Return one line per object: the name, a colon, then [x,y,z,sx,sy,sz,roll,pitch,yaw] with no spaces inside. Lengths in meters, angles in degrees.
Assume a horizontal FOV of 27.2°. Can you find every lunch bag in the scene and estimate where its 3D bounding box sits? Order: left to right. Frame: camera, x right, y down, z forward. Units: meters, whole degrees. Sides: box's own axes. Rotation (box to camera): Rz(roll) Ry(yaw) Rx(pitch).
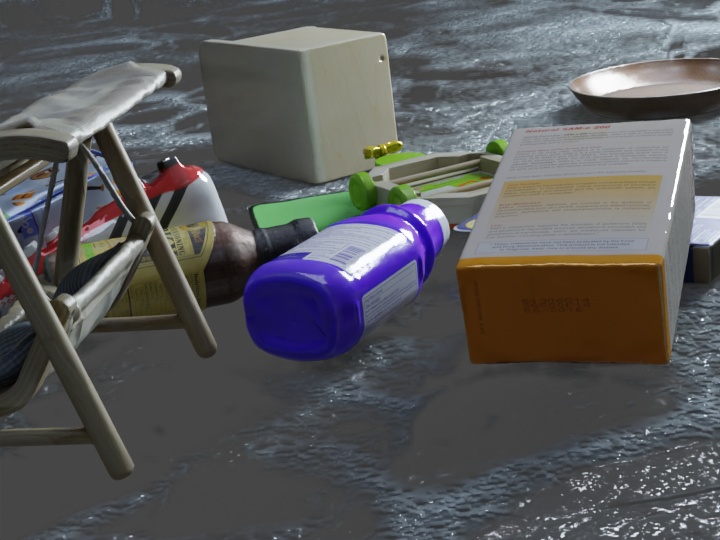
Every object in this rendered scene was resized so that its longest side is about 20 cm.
lunch bag: [-0.268,-0.048,1.231,0.160,0.076,0.200,-28,24,-21]

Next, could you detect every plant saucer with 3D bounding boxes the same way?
plant saucer: [0.322,-0.191,1.578,0.199,0.032,0.200,-7,16,2]

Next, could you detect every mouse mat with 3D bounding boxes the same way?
mouse mat: [0.007,-0.050,1.282,0.198,0.008,0.161,-9,17,-6]

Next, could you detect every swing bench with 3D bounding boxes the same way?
swing bench: [-0.180,-0.007,0.881,0.129,0.201,0.199,-3,17,12]

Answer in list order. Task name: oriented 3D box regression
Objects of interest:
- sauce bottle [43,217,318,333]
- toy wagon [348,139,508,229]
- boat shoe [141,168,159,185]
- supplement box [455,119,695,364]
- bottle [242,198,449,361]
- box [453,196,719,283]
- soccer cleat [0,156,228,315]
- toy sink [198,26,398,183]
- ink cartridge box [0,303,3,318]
sauce bottle: [-0.127,-0.001,1.078,0.199,0.065,0.065,-12,17,-17]
toy wagon: [0.068,-0.077,1.273,0.154,0.040,0.200,-15,18,-26]
boat shoe: [-0.170,-0.049,1.267,0.057,0.067,0.200,-25,14,-4]
supplement box: [0.145,-0.021,0.960,0.125,0.074,0.200,-1,30,19]
bottle: [0.000,0.000,1.019,0.083,0.066,0.200,3,19,27]
box: [0.181,-0.028,1.095,0.199,0.033,0.121,6,21,32]
soccer cleat: [-0.190,-0.007,1.123,0.199,0.085,0.069,-34,10,-8]
toy sink: [-0.061,-0.173,1.505,0.112,0.131,0.200,-17,19,-32]
ink cartridge box: [-0.342,0.064,0.977,0.198,0.048,0.160,-6,17,-6]
